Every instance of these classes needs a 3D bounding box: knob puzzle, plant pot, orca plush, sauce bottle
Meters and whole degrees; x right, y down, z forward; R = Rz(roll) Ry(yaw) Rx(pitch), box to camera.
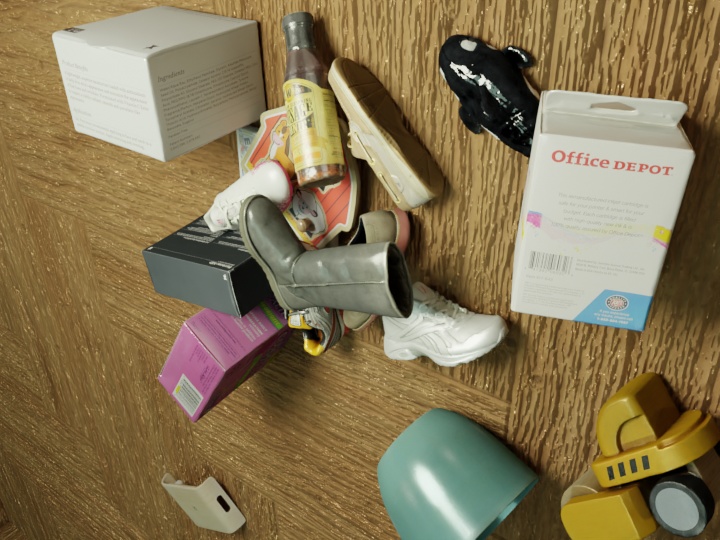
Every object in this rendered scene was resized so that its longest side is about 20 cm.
[{"bbox_3d":[-0.077,-0.132,0.900,0.216,0.030,0.225,21,126,31],"label":"knob puzzle"},{"bbox_3d":[0.117,0.289,0.903,0.161,0.198,0.203,46,136,25],"label":"plant pot"},{"bbox_3d":[0.141,-0.158,0.700,0.104,0.071,0.203,-24,98,45],"label":"orca plush"},{"bbox_3d":[-0.063,-0.207,0.814,0.065,0.065,0.206,-13,87,43],"label":"sauce bottle"}]

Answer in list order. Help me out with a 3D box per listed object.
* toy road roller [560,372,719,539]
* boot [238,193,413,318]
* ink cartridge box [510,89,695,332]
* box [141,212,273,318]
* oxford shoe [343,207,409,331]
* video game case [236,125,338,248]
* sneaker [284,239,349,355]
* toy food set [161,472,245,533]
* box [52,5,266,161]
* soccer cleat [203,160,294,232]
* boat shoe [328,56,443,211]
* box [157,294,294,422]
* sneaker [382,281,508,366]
[{"bbox_3d":[0.304,0.207,0.746,0.199,0.121,0.149,-38,74,45],"label":"toy road roller"},{"bbox_3d":[-0.043,-0.018,0.817,0.197,0.073,0.185,2,129,44],"label":"boot"},{"bbox_3d":[0.219,-0.070,0.625,0.125,0.126,0.205,9,122,11],"label":"ink cartridge box"},{"bbox_3d":[-0.209,-0.014,1.005,0.196,0.140,0.081,12,123,36],"label":"box"},{"bbox_3d":[0.000,0.000,0.897,0.071,0.073,0.204,60,141,45],"label":"oxford shoe"},{"bbox_3d":[-0.107,-0.096,0.984,0.179,0.023,0.205,22,126,30],"label":"video game case"},{"bbox_3d":[-0.073,0.040,0.961,0.076,0.082,0.203,10,135,39],"label":"sneaker"},{"bbox_3d":[-0.367,0.533,1.558,0.197,0.061,0.145,-12,118,45],"label":"toy food set"},{"bbox_3d":[-0.263,-0.260,0.897,0.195,0.199,0.134,21,129,30],"label":"box"},{"bbox_3d":[-0.158,-0.090,0.920,0.071,0.086,0.199,60,151,-7],"label":"soccer cleat"},{"bbox_3d":[0.017,-0.158,0.805,0.069,0.073,0.202,-35,91,40],"label":"boat shoe"},{"bbox_3d":[-0.200,0.114,1.059,0.097,0.199,0.177,45,134,7],"label":"box"},{"bbox_3d":[0.097,0.064,0.867,0.196,0.077,0.102,-6,107,41],"label":"sneaker"}]
